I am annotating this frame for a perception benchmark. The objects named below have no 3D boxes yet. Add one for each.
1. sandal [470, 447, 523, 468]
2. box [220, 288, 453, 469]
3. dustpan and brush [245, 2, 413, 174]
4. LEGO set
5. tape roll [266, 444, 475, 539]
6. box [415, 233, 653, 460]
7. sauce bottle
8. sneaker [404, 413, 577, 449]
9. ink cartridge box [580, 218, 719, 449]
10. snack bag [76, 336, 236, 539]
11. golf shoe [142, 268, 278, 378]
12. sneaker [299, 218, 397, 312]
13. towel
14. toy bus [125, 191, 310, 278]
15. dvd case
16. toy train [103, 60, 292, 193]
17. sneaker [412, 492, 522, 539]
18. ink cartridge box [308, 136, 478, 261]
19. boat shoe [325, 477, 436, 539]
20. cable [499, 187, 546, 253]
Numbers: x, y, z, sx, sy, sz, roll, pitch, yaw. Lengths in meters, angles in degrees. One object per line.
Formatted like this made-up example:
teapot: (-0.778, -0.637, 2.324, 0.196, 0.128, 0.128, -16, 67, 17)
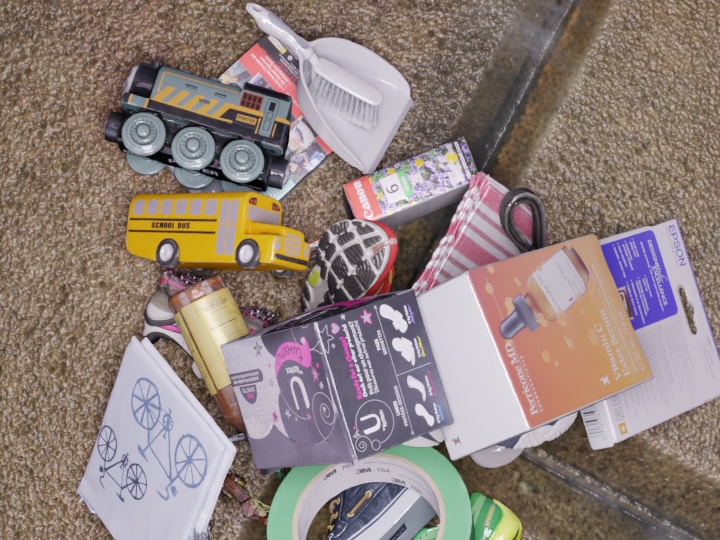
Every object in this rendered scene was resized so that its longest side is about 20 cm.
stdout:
sandal: (0.140, 0.107, 1.526, 0.082, 0.050, 0.205, -6, 113, -3)
box: (-0.028, 0.102, 1.360, 0.114, 0.199, 0.133, -18, 91, -32)
dustpan and brush: (-0.040, -0.206, 1.525, 0.199, 0.057, 0.140, 32, 51, -3)
LEGO set: (-0.126, 0.239, 1.486, 0.152, 0.116, 0.202, -1, 85, -2)
tape roll: (0.010, 0.252, 1.420, 0.198, 0.048, 0.202, -4, 50, 5)
box: (0.154, 0.068, 1.373, 0.199, 0.106, 0.154, -16, 81, -45)
sauce bottle: (-0.123, 0.105, 1.461, 0.066, 0.066, 0.202, -25, 90, -4)
sneaker: (0.123, 0.100, 1.450, 0.197, 0.080, 0.131, 1, 114, -4)
ink cartridge box: (0.285, 0.061, 1.526, 0.199, 0.043, 0.200, -15, 87, -39)
snack bag: (-0.204, 0.197, 1.446, 0.188, 0.021, 0.201, 42, 119, 39)
golf shoe: (-0.131, 0.076, 1.530, 0.199, 0.073, 0.093, 25, 97, 9)
sneaker: (0.000, 0.000, 1.482, 0.084, 0.200, 0.078, -19, 73, -28)
towel: (0.109, 0.012, 1.508, 0.030, 0.146, 0.201, 30, 89, 38)
toy bus: (-0.144, -0.036, 1.487, 0.198, 0.065, 0.079, 1, 81, 36)
dvd case: (-0.109, -0.149, 1.573, 0.200, 0.022, 0.146, -43, 87, -6)
toy train: (-0.161, -0.147, 1.524, 0.198, 0.085, 0.115, 16, 73, 2)
sneaker: (0.078, 0.311, 1.520, 0.200, 0.074, 0.084, -43, 61, -1)
ink cartridge box: (0.020, -0.071, 1.525, 0.198, 0.109, 0.051, -22, 84, -3)
boat shoe: (-0.009, 0.261, 1.495, 0.200, 0.071, 0.091, -40, 51, -20)
cable: (0.184, 0.007, 1.510, 0.096, 0.050, 0.202, -9, 128, -12)
